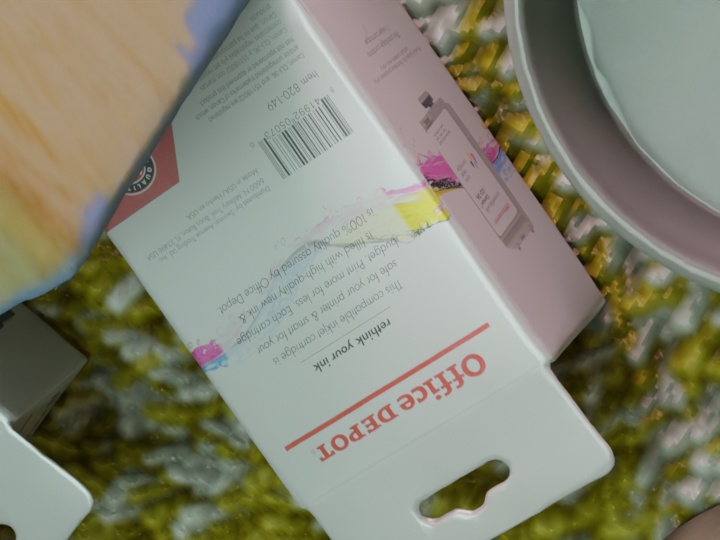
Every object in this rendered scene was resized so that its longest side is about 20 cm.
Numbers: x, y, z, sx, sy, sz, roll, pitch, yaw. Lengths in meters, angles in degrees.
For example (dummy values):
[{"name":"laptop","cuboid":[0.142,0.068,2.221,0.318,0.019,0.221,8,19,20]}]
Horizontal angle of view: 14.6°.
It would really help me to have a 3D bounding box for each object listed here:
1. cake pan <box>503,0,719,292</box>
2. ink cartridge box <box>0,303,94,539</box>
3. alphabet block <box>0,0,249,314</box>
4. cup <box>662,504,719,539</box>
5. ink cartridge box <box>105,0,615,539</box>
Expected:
[{"name":"cake pan","cuboid":[0.144,-0.088,0.888,0.200,0.037,0.200,6,105,22]},{"name":"ink cartridge box","cuboid":[-0.188,0.046,1.069,0.200,0.067,0.117,40,119,4]},{"name":"alphabet block","cuboid":[-0.177,-0.093,0.899,0.196,0.195,0.200,-28,115,40]},{"name":"cup","cuboid":[0.154,0.191,0.949,0.200,0.143,0.200,8,113,19]},{"name":"ink cartridge box","cuboid":[0.000,0.000,0.977,0.116,0.067,0.200,-32,95,29]}]
